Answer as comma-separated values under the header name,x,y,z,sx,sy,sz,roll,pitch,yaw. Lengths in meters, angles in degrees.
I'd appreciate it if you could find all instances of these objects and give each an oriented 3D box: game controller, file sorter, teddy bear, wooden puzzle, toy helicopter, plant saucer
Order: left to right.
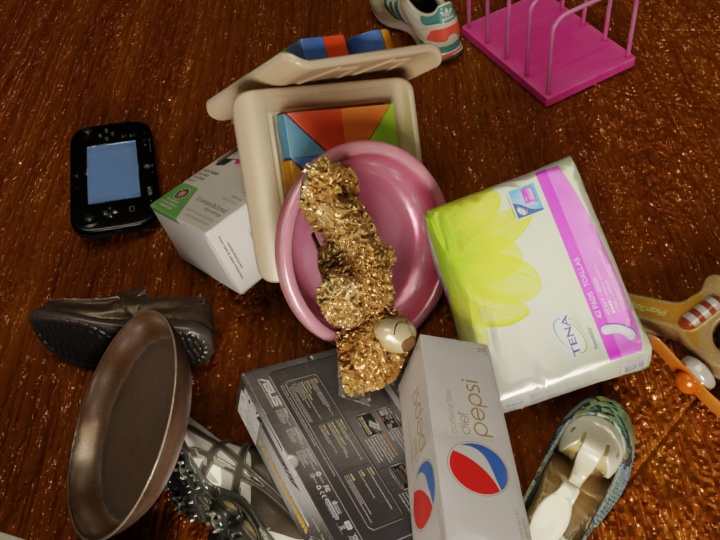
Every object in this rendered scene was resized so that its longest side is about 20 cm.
name,x,y,z,sx,sy,sz,roll,pitch,yaw
game controller,-0.307,-0.117,0.961,0.104,0.042,0.201,-16,51,-3
plant saucer,-0.200,0.135,0.676,0.200,0.032,0.201,-29,50,40
wooden puzzle,-0.043,-0.212,0.823,0.199,0.047,0.185,-14,2,-37
wooden puzzle,-0.020,-0.095,0.779,0.199,0.186,0.037,-13,11,-28
teddy bear,0.000,0.000,0.645,0.066,0.145,0.201,-15,72,10
plant saucer,0.000,-0.024,0.751,0.200,0.201,0.051,-43,25,-24
file sorter,0.241,-0.338,0.994,0.139,0.126,0.200,-26,51,-12
toy helicopter,0.296,0.057,0.707,0.199,0.079,0.133,14,63,34

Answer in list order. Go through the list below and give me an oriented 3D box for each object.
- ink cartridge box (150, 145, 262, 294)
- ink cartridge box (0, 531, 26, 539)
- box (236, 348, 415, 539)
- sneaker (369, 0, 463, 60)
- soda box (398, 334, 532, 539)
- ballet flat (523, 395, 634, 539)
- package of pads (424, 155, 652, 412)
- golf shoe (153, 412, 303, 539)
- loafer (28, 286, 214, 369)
name,x,y,z,sx,sy,sz,roll,pitch,yaw
ink cartridge box,-0.104,-0.082,0.843,0.200,0.084,0.145,-39,35,-21
ink cartridge box,-0.245,0.280,0.553,0.199,0.084,0.145,9,15,17
box,0.006,0.152,0.645,0.158,0.048,0.200,-11,46,-31
sneaker,0.075,-0.376,1.074,0.070,0.094,0.200,-27,52,-13
soda box,0.073,0.144,0.582,0.063,0.068,0.200,10,39,-11
ballet flat,0.173,0.173,0.620,0.074,0.074,0.200,21,58,25
package of pads,0.153,0.016,0.702,0.154,0.068,0.201,-20,70,9
golf shoe,-0.112,0.182,0.672,0.094,0.078,0.200,-16,43,-34
loafer,-0.240,0.056,0.796,0.199,0.073,0.071,5,41,7
